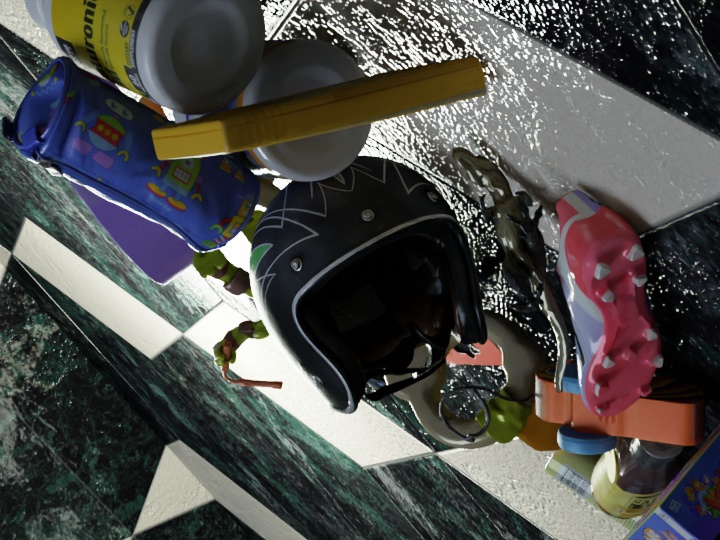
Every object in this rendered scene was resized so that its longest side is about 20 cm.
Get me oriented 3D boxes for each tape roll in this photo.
[{"bbox_3d":[-0.209,-0.086,1.791,0.200,0.066,0.200,55,-176,-6],"label":"tape roll"}]

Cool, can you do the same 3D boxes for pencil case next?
[{"bbox_3d":[-0.173,-0.083,1.529,0.200,0.087,0.078,30,154,-30],"label":"pencil case"}]

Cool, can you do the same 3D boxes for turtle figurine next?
[{"bbox_3d":[-0.065,0.016,1.781,0.161,0.199,0.065,51,-158,-39],"label":"turtle figurine"}]

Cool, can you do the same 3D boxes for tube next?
[{"bbox_3d":[0.264,0.223,1.848,0.200,0.052,0.058,37,-155,12],"label":"tube"}]

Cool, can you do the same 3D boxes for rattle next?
[{"bbox_3d":[0.092,0.090,1.826,0.199,0.131,0.143,13,-168,35],"label":"rattle"}]

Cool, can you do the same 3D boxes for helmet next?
[{"bbox_3d":[0.000,0.000,1.642,0.200,0.200,0.191,9,125,65],"label":"helmet"}]

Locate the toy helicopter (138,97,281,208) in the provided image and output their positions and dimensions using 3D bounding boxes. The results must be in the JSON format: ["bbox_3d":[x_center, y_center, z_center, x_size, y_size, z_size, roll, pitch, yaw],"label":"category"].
[{"bbox_3d":[-0.128,-0.099,1.775,0.132,0.079,0.200,26,-174,-29],"label":"toy helicopter"}]

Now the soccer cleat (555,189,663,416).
[{"bbox_3d":[0.179,0.027,1.471,0.200,0.066,0.077,77,165,-47],"label":"soccer cleat"}]

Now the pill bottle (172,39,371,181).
[{"bbox_3d":[-0.080,-0.132,1.625,0.112,0.112,0.200,49,164,-22],"label":"pill bottle"}]

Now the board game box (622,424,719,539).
[{"bbox_3d":[0.263,0.162,1.504,0.045,0.135,0.200,40,164,9],"label":"board game box"}]

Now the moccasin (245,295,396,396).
[{"bbox_3d":[-0.016,0.051,1.879,0.199,0.081,0.068,28,-179,-5],"label":"moccasin"}]

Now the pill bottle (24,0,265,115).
[{"bbox_3d":[-0.171,-0.196,1.520,0.200,0.111,0.111,27,158,46],"label":"pill bottle"}]

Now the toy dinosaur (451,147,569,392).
[{"bbox_3d":[0.122,-0.006,1.474,0.088,0.047,0.201,39,-149,-86],"label":"toy dinosaur"}]

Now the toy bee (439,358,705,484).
[{"bbox_3d":[0.182,0.093,1.598,0.199,0.131,0.109,24,-159,10],"label":"toy bee"}]

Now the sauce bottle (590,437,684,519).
[{"bbox_3d":[0.239,0.165,1.705,0.066,0.066,0.200,40,167,10],"label":"sauce bottle"}]

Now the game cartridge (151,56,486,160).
[{"bbox_3d":[-0.035,-0.114,1.423,0.176,0.199,0.033,3,105,67],"label":"game cartridge"}]

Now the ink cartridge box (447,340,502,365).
[{"bbox_3d":[0.036,0.033,1.904,0.200,0.057,0.162,51,163,-12],"label":"ink cartridge box"}]
